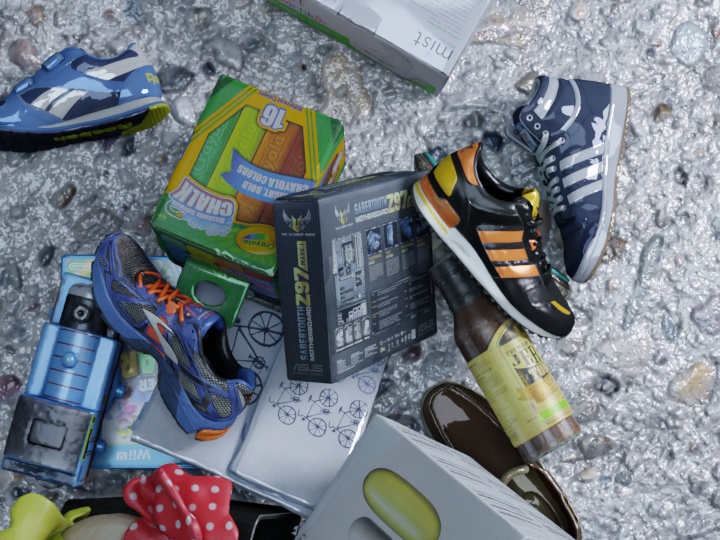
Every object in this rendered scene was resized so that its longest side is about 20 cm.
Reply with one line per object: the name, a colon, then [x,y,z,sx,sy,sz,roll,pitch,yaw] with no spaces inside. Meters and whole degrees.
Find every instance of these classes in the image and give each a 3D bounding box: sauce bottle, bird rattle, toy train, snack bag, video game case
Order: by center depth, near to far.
bird rattle: [-0.190,0.239,1.092,0.200,0.113,0.163,-8,88,5]
toy train: [-0.255,0.098,1.226,0.087,0.114,0.200,16,84,-3]
snack bag: [-0.088,0.111,1.256,0.200,0.021,0.189,25,57,-6]
sauce bottle: [0.127,0.077,1.258,0.065,0.065,0.200,-30,83,-6]
video game case: [-0.212,0.086,1.296,0.143,0.018,0.200,1,85,-4]

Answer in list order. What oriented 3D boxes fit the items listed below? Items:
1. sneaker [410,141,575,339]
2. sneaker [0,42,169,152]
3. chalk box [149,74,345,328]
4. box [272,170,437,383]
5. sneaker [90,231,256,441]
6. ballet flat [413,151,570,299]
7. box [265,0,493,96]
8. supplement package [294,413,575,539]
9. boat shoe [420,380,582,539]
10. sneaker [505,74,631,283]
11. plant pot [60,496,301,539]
sneaker: [0.139,-0.026,1.235,0.090,0.070,0.200,-41,99,21]
sneaker: [-0.284,-0.162,1.291,0.200,0.074,0.082,-11,84,-12]
chalk box: [-0.107,-0.050,1.246,0.125,0.124,0.200,21,76,6]
box: [0.000,0.000,1.218,0.051,0.200,0.158,2,102,29]
sneaker: [-0.156,0.047,1.190,0.078,0.075,0.200,-36,90,30]
ballet flat: [0.108,-0.023,1.308,0.200,0.068,0.075,42,96,-2]
box: [0.034,-0.294,1.309,0.200,0.097,0.177,28,84,-1]
supplement package: [0.062,0.262,1.146,0.147,0.200,0.191,30,93,-43]
boat shoe: [0.137,0.182,1.281,0.075,0.075,0.202,-44,88,-6]
sneaker: [0.188,-0.092,1.312,0.108,0.070,0.200,13,77,-7]
plant pot: [-0.175,0.286,1.203,0.177,0.200,0.200,14,84,11]
